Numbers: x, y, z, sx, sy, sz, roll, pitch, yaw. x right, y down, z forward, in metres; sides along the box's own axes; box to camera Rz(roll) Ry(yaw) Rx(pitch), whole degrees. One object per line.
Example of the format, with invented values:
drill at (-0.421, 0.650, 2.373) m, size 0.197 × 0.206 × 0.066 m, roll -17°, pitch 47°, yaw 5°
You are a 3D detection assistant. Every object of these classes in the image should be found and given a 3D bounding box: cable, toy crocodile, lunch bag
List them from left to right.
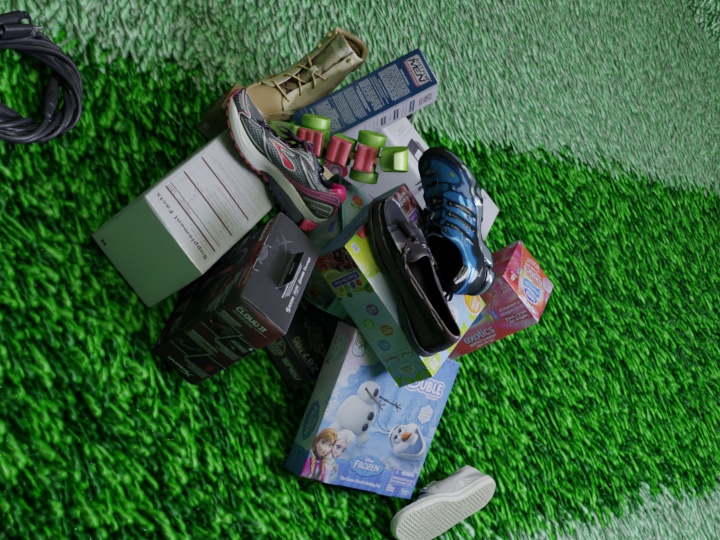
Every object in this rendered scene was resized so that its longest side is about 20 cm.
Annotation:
cable at (-0.420, -0.221, 1.267) m, size 0.164 × 0.051 × 0.200 m, roll 61°, pitch 36°, yaw -7°
toy crocodile at (-0.031, -0.159, 1.406) m, size 0.199 × 0.068 × 0.062 m, roll 16°, pitch 13°, yaw 10°
lunch bag at (0.000, 0.000, 1.452) m, size 0.170 × 0.122 × 0.201 m, roll 27°, pitch 41°, yaw -40°

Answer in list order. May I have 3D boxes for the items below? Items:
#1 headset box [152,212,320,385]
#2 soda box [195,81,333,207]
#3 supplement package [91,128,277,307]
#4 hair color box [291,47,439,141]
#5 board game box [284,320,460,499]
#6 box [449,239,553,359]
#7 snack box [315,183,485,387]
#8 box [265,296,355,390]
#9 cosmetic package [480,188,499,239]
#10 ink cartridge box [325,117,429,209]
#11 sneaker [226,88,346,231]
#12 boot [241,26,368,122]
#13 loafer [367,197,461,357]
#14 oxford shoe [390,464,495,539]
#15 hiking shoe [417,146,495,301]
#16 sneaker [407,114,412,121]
headset box at (-0.141, 0.031, 1.286) m, size 0.075 × 0.200 × 0.149 m, roll 42°, pitch 41°, yaw -21°
soda box at (-0.133, -0.167, 1.528) m, size 0.200 × 0.064 × 0.068 m, roll 43°, pitch 41°, yaw -20°
supplement package at (-0.212, -0.068, 1.336) m, size 0.118 × 0.117 × 0.200 m, roll 54°, pitch 39°, yaw -11°
hair color box at (0.007, -0.228, 1.498) m, size 0.061 × 0.199 × 0.100 m, roll 63°, pitch -1°, yaw 4°
board game box at (0.020, 0.187, 1.405) m, size 0.199 × 0.043 × 0.200 m, roll 20°, pitch 90°, yaw -39°
box at (0.179, 0.051, 1.625) m, size 0.096 × 0.200 × 0.100 m, roll 50°, pitch 40°, yaw -14°
snack box at (0.054, 0.017, 1.365) m, size 0.201 × 0.067 × 0.169 m, roll 56°, pitch 43°, yaw -13°
box at (-0.088, 0.038, 1.462) m, size 0.201 × 0.049 × 0.161 m, roll 58°, pitch 36°, yaw -4°
cosmetic package at (0.118, -0.028, 1.647) m, size 0.052 × 0.150 × 0.200 m, roll 48°, pitch 41°, yaw -14°
ink cartridge box at (0.045, -0.131, 1.634) m, size 0.200 × 0.145 × 0.083 m, roll 52°, pitch 34°, yaw -11°
sneaker at (-0.098, -0.149, 1.368) m, size 0.200 × 0.074 × 0.081 m, roll 52°, pitch 17°, yaw -13°
boot at (-0.078, -0.264, 1.473) m, size 0.073 × 0.155 × 0.200 m, roll 56°, pitch 26°, yaw 4°
loafer at (0.071, 0.002, 1.291) m, size 0.072 × 0.063 × 0.201 m, roll -14°, pitch 84°, yaw -45°
oxford shoe at (0.107, 0.324, 1.497) m, size 0.199 × 0.076 × 0.058 m, roll -15°, pitch 39°, yaw -43°
hiking shoe at (0.112, -0.064, 1.358) m, size 0.086 × 0.074 × 0.201 m, roll -6°, pitch 75°, yaw -51°
sneaker at (0.059, -0.280, 1.825) m, size 0.200 × 0.071 × 0.083 m, roll -35°, pitch 118°, yaw -50°
